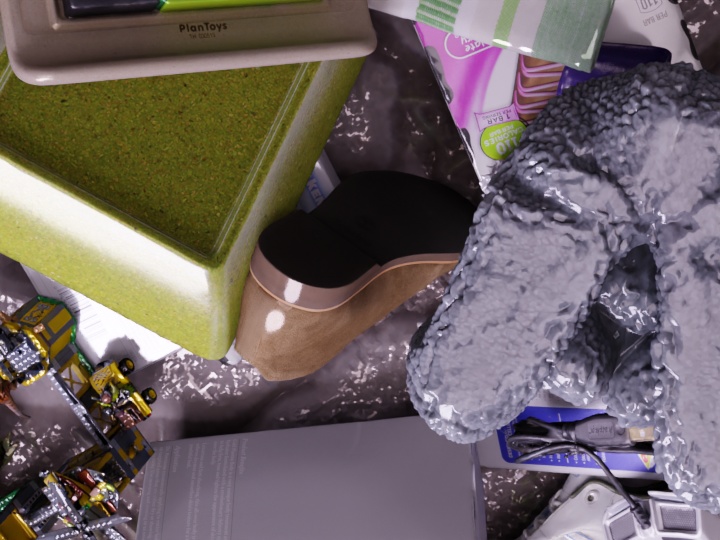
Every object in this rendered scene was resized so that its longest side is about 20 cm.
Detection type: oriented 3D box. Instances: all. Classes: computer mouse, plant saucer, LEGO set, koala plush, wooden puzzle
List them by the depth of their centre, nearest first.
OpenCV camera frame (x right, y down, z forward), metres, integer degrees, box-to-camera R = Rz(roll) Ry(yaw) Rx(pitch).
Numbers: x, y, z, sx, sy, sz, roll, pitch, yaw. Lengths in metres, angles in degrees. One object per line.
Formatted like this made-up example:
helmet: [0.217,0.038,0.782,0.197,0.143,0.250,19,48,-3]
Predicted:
koala plush: [0.130,-0.006,0.742,0.177,0.200,0.185,16,97,6]
wooden puzzle: [-0.091,-0.193,0.749,0.184,0.037,0.201,-9,81,-23]
plant saucer: [-0.108,-0.087,0.770,0.200,0.048,0.200,29,72,-15]
computer mouse: [0.175,0.148,0.865,0.109,0.044,0.200,-18,117,38]
LEGO set: [-0.219,0.118,0.870,0.199,0.116,0.154,-22,105,25]

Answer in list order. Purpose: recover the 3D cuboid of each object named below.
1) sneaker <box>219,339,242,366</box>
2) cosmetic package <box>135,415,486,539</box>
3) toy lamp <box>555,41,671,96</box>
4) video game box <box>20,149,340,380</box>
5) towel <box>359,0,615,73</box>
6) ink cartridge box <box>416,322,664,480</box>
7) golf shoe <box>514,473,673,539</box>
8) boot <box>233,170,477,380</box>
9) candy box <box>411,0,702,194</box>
sneaker: [-0.107,-0.048,0.830,0.080,0.074,0.200,-40,103,-12]
cosmetic package: [-0.025,0.153,0.895,0.199,0.107,0.090,-3,133,7]
toy lamp: [0.197,-0.067,0.781,0.199,0.058,0.058,23,107,11]
video game box: [-0.117,-0.058,0.876,0.182,0.047,0.201,-25,106,10]
towel: [0.047,-0.200,0.789,0.199,0.023,0.153,19,93,18]
ink cartridge box: [0.133,0.068,0.890,0.199,0.039,0.100,0,111,32]
golf shoe: [0.124,0.162,0.939,0.199,0.078,0.098,-11,96,-4]
boot: [0.000,0.000,0.833,0.074,0.200,0.076,37,123,22]
candy box: [0.115,-0.105,0.851,0.136,0.061,0.201,-23,106,8]
